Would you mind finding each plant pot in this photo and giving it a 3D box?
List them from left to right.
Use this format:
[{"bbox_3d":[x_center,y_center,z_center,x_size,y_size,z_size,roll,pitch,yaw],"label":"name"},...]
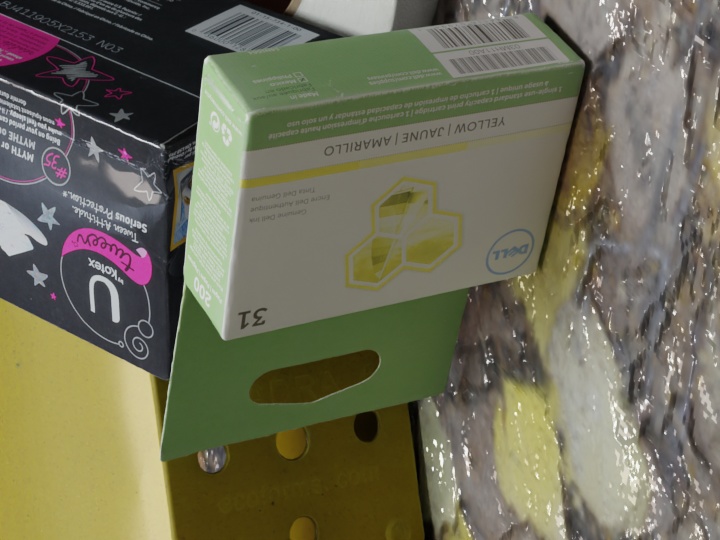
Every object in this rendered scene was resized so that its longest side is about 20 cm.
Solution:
[{"bbox_3d":[-0.079,0.082,1.018,0.176,0.199,0.202,-4,93,56],"label":"plant pot"}]

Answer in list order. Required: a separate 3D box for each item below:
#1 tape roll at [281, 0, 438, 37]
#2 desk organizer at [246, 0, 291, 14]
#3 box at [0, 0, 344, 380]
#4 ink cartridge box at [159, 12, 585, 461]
[{"bbox_3d":[-0.052,-0.157,0.939,0.202,0.037,0.204,19,121,34],"label":"tape roll"},{"bbox_3d":[-0.068,-0.209,1.024,0.072,0.076,0.201,-56,-52,-74],"label":"desk organizer"},{"bbox_3d":[-0.116,-0.058,0.925,0.199,0.132,0.115,24,128,30],"label":"box"},{"bbox_3d":[0.000,0.000,0.838,0.048,0.145,0.201,51,143,43],"label":"ink cartridge box"}]
